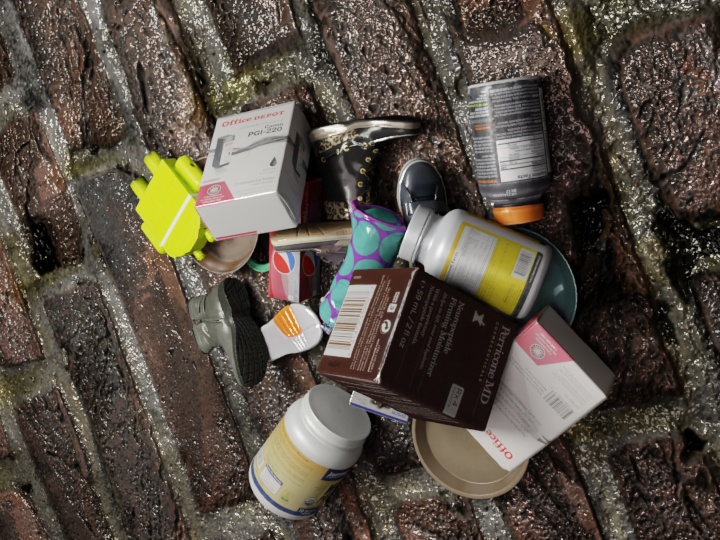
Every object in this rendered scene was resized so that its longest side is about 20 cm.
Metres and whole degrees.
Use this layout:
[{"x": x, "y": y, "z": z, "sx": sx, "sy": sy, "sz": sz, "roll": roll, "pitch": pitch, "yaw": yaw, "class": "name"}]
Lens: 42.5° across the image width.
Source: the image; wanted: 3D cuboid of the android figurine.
[{"x": -0.320, "y": -0.107, "z": 1.601, "sx": 0.200, "sy": 0.041, "sz": 0.182, "roll": 48, "pitch": 123, "yaw": 19, "class": "android figurine"}]

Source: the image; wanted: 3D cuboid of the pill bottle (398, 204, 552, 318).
[{"x": 0.160, "y": -0.019, "z": 1.306, "sx": 0.199, "sy": 0.112, "sz": 0.113, "roll": 23, "pitch": 112, "yaw": 6, "class": "pill bottle"}]

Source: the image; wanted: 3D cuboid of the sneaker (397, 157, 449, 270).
[{"x": 0.102, "y": -0.066, "z": 1.395, "sx": 0.078, "sy": 0.079, "sz": 0.202, "roll": -8, "pitch": 107, "yaw": -10, "class": "sneaker"}]

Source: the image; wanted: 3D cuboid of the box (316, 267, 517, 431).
[{"x": 0.079, "y": 0.109, "z": 1.303, "sx": 0.164, "sy": 0.199, "sz": 0.167, "roll": -3, "pitch": 64, "yaw": 58, "class": "box"}]

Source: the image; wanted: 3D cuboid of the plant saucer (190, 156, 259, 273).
[{"x": -0.240, "y": -0.096, "z": 1.588, "sx": 0.199, "sy": 0.032, "sz": 0.202, "roll": 10, "pitch": 106, "yaw": 35, "class": "plant saucer"}]

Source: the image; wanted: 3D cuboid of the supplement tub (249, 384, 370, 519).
[{"x": -0.084, "y": 0.303, "z": 1.552, "sx": 0.144, "sy": 0.144, "sz": 0.201, "roll": 41, "pitch": 117, "yaw": 13, "class": "supplement tub"}]

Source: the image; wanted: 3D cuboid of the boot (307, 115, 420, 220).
[{"x": 0.012, "y": -0.158, "z": 1.433, "sx": 0.199, "sy": 0.073, "sz": 0.152, "roll": -2, "pitch": 100, "yaw": 31, "class": "boot"}]

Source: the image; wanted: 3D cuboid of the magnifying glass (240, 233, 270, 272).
[{"x": -0.173, "y": -0.097, "z": 1.575, "sx": 0.079, "sy": 0.022, "sz": 0.202, "roll": 2, "pitch": 105, "yaw": 27, "class": "magnifying glass"}]

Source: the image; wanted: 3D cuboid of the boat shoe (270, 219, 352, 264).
[{"x": -0.040, "y": -0.041, "z": 1.453, "sx": 0.198, "sy": 0.072, "sz": 0.065, "roll": -8, "pitch": 111, "yaw": -9, "class": "boat shoe"}]

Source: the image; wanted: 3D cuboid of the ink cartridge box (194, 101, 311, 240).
[{"x": -0.162, "y": -0.157, "z": 1.441, "sx": 0.144, "sy": 0.201, "sz": 0.085, "roll": -9, "pitch": 138, "yaw": 18, "class": "ink cartridge box"}]

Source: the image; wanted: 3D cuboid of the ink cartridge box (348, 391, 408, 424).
[{"x": 0.057, "y": 0.127, "z": 1.443, "sx": 0.099, "sy": 0.039, "sz": 0.202, "roll": 19, "pitch": 86, "yaw": 1, "class": "ink cartridge box"}]

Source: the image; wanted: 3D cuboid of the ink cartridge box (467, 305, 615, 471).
[{"x": 0.245, "y": 0.173, "z": 1.350, "sx": 0.147, "sy": 0.083, "sz": 0.200, "roll": 47, "pitch": 119, "yaw": 4, "class": "ink cartridge box"}]

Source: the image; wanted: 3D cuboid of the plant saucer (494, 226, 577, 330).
[{"x": 0.230, "y": 0.030, "z": 1.388, "sx": 0.198, "sy": 0.036, "sz": 0.202, "roll": 7, "pitch": 106, "yaw": 25, "class": "plant saucer"}]

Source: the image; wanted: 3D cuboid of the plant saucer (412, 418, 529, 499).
[{"x": 0.177, "y": 0.265, "z": 1.475, "sx": 0.199, "sy": 0.029, "sz": 0.202, "roll": 7, "pitch": 105, "yaw": 26, "class": "plant saucer"}]

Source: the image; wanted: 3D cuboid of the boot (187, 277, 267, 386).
[{"x": -0.235, "y": 0.121, "z": 1.617, "sx": 0.130, "sy": 0.067, "sz": 0.201, "roll": -31, "pitch": 68, "yaw": 41, "class": "boot"}]

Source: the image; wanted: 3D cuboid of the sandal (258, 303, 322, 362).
[{"x": -0.115, "y": 0.103, "z": 1.575, "sx": 0.206, "sy": 0.059, "sz": 0.080, "roll": -25, "pitch": 82, "yaw": 51, "class": "sandal"}]

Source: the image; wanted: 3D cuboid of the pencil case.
[{"x": 0.000, "y": 0.000, "z": 1.401, "sx": 0.092, "sy": 0.085, "sz": 0.201, "roll": 26, "pitch": 113, "yaw": 14, "class": "pencil case"}]

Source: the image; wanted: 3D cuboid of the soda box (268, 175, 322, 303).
[{"x": -0.107, "y": -0.054, "z": 1.520, "sx": 0.063, "sy": 0.070, "sz": 0.202, "roll": 10, "pitch": 106, "yaw": 28, "class": "soda box"}]

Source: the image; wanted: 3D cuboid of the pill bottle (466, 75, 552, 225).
[{"x": 0.213, "y": -0.168, "z": 1.309, "sx": 0.105, "sy": 0.106, "sz": 0.202, "roll": -3, "pitch": 101, "yaw": 28, "class": "pill bottle"}]
